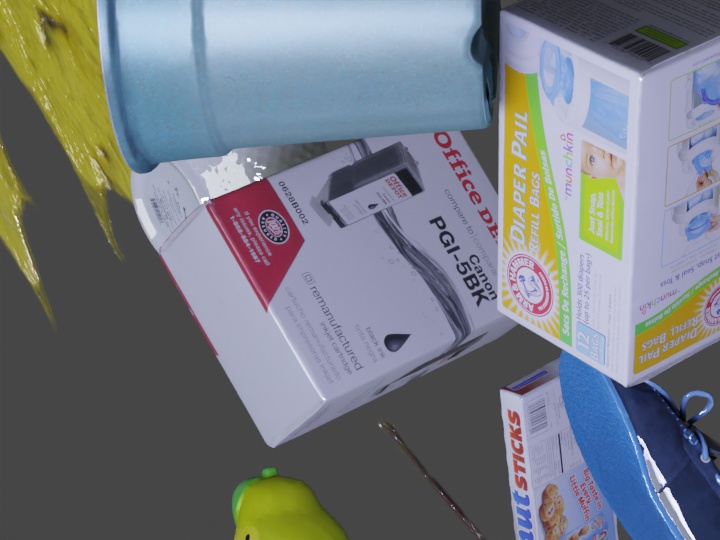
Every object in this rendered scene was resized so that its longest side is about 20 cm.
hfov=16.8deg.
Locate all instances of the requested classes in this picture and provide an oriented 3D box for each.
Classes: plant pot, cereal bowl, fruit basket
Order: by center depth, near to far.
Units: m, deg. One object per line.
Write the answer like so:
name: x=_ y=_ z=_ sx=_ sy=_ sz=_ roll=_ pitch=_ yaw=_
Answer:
plant pot: x=-0.025 y=-0.150 z=1.317 sx=0.196 sy=0.200 sz=0.200 roll=2 pitch=121 yaw=7
cereal bowl: x=-0.103 y=-0.056 z=1.741 sx=0.200 sy=0.083 sz=0.200 roll=33 pitch=136 yaw=39
fruit basket: x=-0.046 y=0.258 z=1.826 sx=0.216 sy=0.156 sz=0.216 roll=28 pitch=144 yaw=23

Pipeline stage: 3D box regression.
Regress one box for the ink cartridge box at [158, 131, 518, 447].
ink cartridge box: x=0.000 y=0.000 z=1.521 sx=0.147 sy=0.200 sz=0.083 roll=59 pitch=144 yaw=8

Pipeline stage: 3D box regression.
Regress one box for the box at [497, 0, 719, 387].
box: x=0.149 y=-0.055 z=1.360 sx=0.112 sy=0.101 sz=0.200 roll=31 pitch=134 yaw=41

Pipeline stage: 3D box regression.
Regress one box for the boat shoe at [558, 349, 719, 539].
boat shoe: x=0.187 y=0.124 z=1.462 sx=0.200 sy=0.069 sz=0.084 roll=64 pitch=156 yaw=4

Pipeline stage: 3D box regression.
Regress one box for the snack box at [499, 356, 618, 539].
snack box: x=0.130 y=0.152 z=1.552 sx=0.024 sy=0.072 sz=0.200 roll=21 pitch=127 yaw=45
